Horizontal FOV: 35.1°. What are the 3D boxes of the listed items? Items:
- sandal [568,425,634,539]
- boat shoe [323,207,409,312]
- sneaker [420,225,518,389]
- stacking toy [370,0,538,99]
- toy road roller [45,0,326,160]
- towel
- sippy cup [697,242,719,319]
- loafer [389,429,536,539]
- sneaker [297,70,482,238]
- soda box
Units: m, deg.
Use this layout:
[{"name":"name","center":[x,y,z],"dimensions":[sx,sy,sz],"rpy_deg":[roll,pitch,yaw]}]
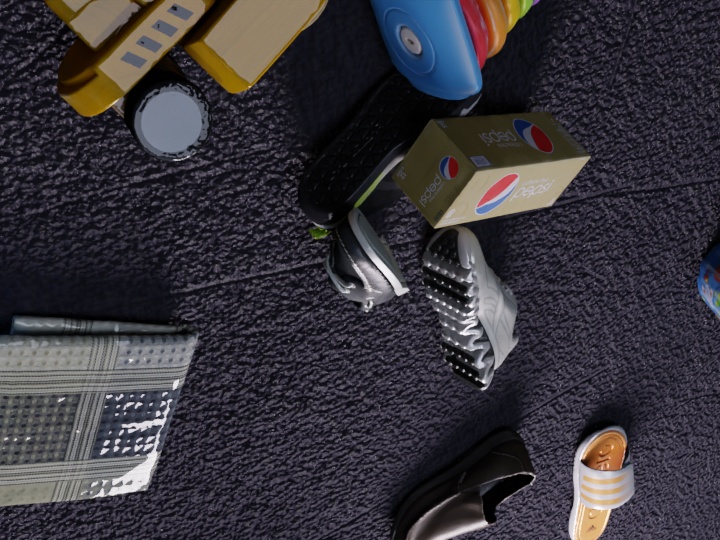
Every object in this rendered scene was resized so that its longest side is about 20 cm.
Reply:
[{"name":"sandal","center":[0.313,0.285,1.446],"dimensions":[0.078,0.059,0.208],"rpy_deg":[-18,128,-20]},{"name":"boat shoe","center":[0.000,0.000,1.003],"dimensions":[0.060,0.076,0.200],"rpy_deg":[-28,163,4]},{"name":"sneaker","center":[0.116,0.026,1.148],"dimensions":[0.081,0.075,0.201],"rpy_deg":[-37,136,-23]},{"name":"stacking toy","center":[0.110,-0.242,0.944],"dimensions":[0.200,0.116,0.110],"rpy_deg":[-40,129,-20]},{"name":"toy road roller","center":[-0.134,-0.189,0.798],"dimensions":[0.200,0.123,0.146],"rpy_deg":[-45,121,2]},{"name":"towel","center":[-0.259,0.126,1.013],"dimensions":[0.198,0.035,0.194],"rpy_deg":[1,123,-34]},{"name":"sippy cup","center":[0.462,0.026,1.309],"dimensions":[0.139,0.130,0.179],"rpy_deg":[11,115,-35]},{"name":"loafer","center":[0.119,0.267,1.306],"dimensions":[0.200,0.071,0.073],"rpy_deg":[-42,133,1]},{"name":"sneaker","center":[0.024,-0.107,1.009],"dimensions":[0.199,0.072,0.083],"rpy_deg":[-39,156,0]},{"name":"soda box","center":[0.120,-0.093,1.011],"dimensions":[0.199,0.064,0.068],"rpy_deg":[-12,145,-50]}]
